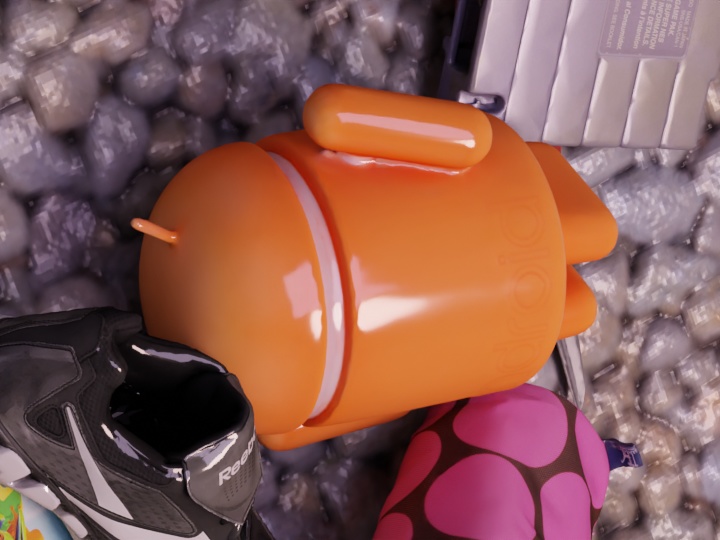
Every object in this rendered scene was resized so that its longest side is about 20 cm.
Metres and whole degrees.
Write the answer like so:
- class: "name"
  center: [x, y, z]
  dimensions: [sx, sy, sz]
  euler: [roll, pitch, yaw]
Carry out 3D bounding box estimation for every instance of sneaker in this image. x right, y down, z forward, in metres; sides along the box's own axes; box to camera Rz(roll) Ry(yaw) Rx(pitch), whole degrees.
- class: "sneaker"
  center: [-0.066, 0.079, 0.930]
  dimensions: [0.200, 0.090, 0.067]
  euler: [49, 39, -37]

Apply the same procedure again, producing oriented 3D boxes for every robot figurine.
- class: "robot figurine"
  center: [0.000, -0.002, 0.987]
  dimensions: [0.199, 0.144, 0.117]
  euler: [-10, 80, -25]

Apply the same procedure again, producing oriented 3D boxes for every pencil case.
- class: "pencil case"
  center: [0.046, 0.133, 0.994]
  dimensions: [0.094, 0.090, 0.200]
  euler: [66, 31, -29]

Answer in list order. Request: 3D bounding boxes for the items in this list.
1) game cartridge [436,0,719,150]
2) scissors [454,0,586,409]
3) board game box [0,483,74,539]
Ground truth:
- class: "game cartridge"
  center: [0.106, -0.149, 1.050]
  dimensions: [0.129, 0.038, 0.201]
  euler: [-1, 112, -34]
- class: "scissors"
  center: [0.070, -0.039, 1.092]
  dimensions: [0.073, 0.014, 0.202]
  euler: [0, 94, -32]
- class: "board game box"
  center: [-0.154, 0.127, 0.910]
  dimensions: [0.151, 0.047, 0.201]
  euler: [-48, 117, -49]
